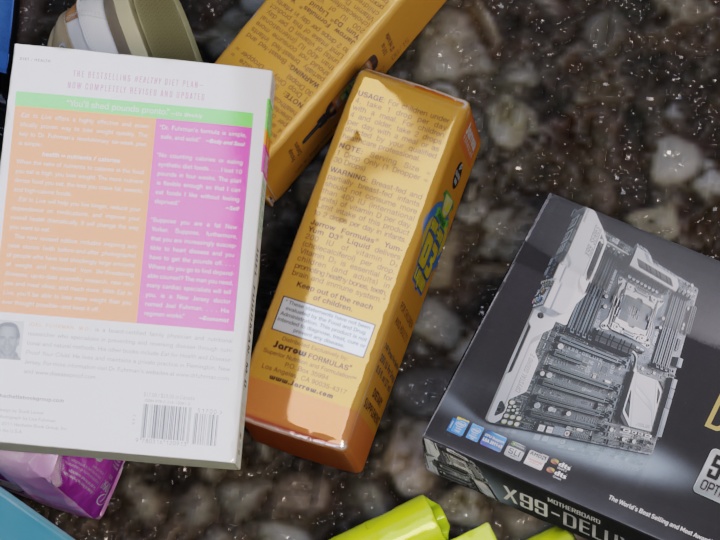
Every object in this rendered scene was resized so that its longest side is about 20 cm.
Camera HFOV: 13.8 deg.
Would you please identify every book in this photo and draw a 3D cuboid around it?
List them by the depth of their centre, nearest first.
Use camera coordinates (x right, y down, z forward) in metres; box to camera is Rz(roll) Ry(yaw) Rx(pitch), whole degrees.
[{"bbox_3d":[-0.117,-0.006,1.484,0.133,0.048,0.200,5,79,3],"label":"book"}]

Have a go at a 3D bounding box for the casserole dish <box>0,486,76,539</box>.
[{"bbox_3d":[-0.165,0.163,1.501,0.039,0.200,0.121,-45,35,8],"label":"casserole dish"}]

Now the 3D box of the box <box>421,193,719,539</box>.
[{"bbox_3d":[0.155,0.068,1.532,0.200,0.050,0.158,23,67,14],"label":"box"}]

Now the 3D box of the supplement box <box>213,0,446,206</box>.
[{"bbox_3d":[-0.013,-0.135,1.621,0.069,0.067,0.200,35,81,16],"label":"supplement box"}]

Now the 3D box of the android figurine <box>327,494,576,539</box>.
[{"bbox_3d":[0.038,0.212,1.529,0.200,0.041,0.182,-25,72,-1],"label":"android figurine"}]

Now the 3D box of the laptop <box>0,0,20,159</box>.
[{"bbox_3d":[-0.234,-0.136,1.585,0.200,0.177,0.103,45,116,50],"label":"laptop"}]

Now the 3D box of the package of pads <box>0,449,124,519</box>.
[{"bbox_3d":[-0.223,0.060,1.569,0.200,0.121,0.076,19,78,14],"label":"package of pads"}]

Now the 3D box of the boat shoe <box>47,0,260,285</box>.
[{"bbox_3d":[-0.110,-0.054,1.562,0.068,0.075,0.200,-23,74,30],"label":"boat shoe"}]

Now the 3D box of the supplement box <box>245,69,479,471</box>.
[{"bbox_3d":[0.000,0.000,1.573,0.069,0.067,0.200,16,78,12],"label":"supplement box"}]
